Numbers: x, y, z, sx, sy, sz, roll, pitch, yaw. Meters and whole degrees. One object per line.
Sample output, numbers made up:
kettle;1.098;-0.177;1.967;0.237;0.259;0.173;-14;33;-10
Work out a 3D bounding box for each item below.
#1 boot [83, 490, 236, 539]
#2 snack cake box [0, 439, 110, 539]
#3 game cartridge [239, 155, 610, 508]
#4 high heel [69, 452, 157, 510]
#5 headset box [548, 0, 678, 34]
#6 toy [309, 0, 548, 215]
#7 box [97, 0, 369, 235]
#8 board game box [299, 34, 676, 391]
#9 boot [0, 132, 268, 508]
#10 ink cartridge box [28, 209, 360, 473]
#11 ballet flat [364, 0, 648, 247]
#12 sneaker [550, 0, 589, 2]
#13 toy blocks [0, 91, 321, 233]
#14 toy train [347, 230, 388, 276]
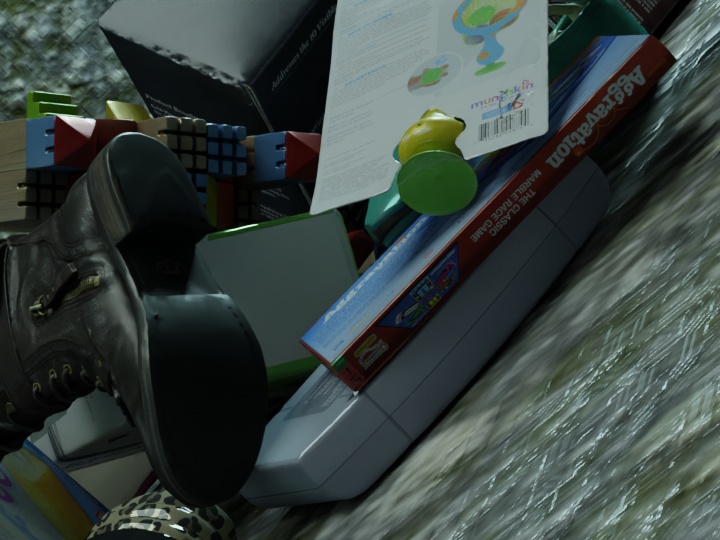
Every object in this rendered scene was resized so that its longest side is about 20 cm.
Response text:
boot;-0.151;0.187;1.195;0.203;0.074;0.154;-31;13;36
snack cake box;-0.203;0.117;1.323;0.067;0.200;0.115;-47;8;8
game cartridge;0.030;0.029;1.199;0.200;0.040;0.133;-48;6;-18
high heel;-0.149;0.107;1.577;0.200;0.067;0.096;-46;3;11
headset box;0.096;-0.126;1.465;0.200;0.077;0.149;-51;10;-27
toy;0.042;-0.091;1.219;0.115;0.047;0.200;-19;32;19
box;-0.022;-0.139;1.547;0.200;0.124;0.197;-53;-33;-19
board game box;0.054;-0.029;1.176;0.200;0.019;0.103;-46;11;-3
boot;-0.131;0.048;1.244;0.069;0.201;0.174;10;-35;-41
ink cartridge box;-0.102;0.043;1.397;0.145;0.084;0.200;-14;-8;-28
ballet flat;0.061;-0.083;1.297;0.200;0.071;0.067;-33;-5;-31
sneaker;0.157;-0.159;1.226;0.198;0.080;0.130;-11;24;18
toy blocks;-0.113;-0.047;1.350;0.199;0.100;0.136;4;-5;-40
toy train;0.000;0.000;1.429;0.034;0.046;0.200;-50;10;-29
